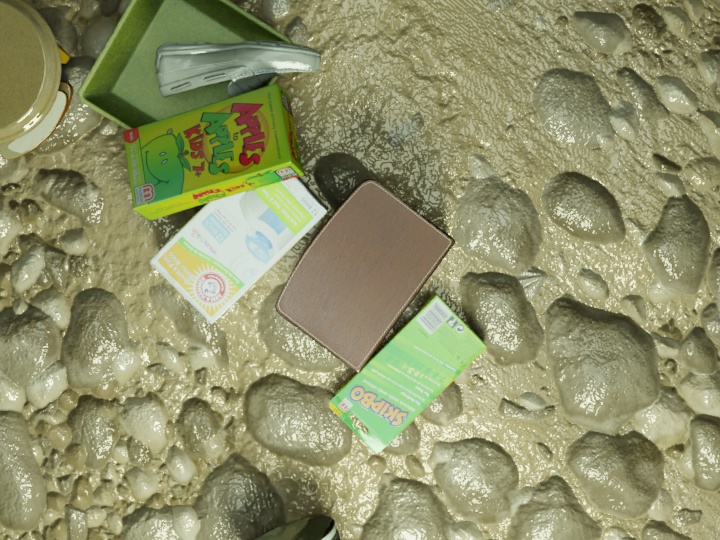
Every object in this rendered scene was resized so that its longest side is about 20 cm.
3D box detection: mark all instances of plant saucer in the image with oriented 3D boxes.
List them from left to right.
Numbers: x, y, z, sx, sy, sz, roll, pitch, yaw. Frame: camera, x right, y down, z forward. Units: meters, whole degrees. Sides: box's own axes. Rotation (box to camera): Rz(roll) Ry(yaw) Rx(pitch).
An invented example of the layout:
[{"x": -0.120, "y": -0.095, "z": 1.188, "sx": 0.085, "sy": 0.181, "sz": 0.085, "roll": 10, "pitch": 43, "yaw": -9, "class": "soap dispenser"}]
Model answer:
[{"x": -0.213, "y": -0.246, "z": 1.388, "sx": 0.199, "sy": 0.048, "sz": 0.200, "roll": 31, "pitch": 93, "yaw": -5, "class": "plant saucer"}]

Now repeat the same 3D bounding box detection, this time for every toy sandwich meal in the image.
[{"x": -0.446, "y": -0.242, "z": 1.374, "sx": 0.204, "sy": 0.070, "sz": 0.207, "roll": 0, "pitch": 93, "yaw": 2, "class": "toy sandwich meal"}]

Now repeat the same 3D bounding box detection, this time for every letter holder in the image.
[{"x": 0.000, "y": 0.000, "z": 1.394, "sx": 0.142, "sy": 0.101, "sz": 0.200, "roll": 36, "pitch": 93, "yaw": -3, "class": "letter holder"}]

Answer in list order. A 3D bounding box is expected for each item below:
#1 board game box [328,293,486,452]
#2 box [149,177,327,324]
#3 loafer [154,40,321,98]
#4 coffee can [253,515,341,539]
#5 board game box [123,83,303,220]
[{"x": 0.059, "y": 0.133, "z": 1.444, "sx": 0.200, "sy": 0.030, "sz": 0.096, "roll": -45, "pitch": 95, "yaw": 0, "class": "board game box"}, {"x": -0.147, "y": -0.044, "z": 1.382, "sx": 0.200, "sy": 0.101, "sz": 0.113, "roll": -43, "pitch": 95, "yaw": 2, "class": "box"}, {"x": -0.145, "y": -0.238, "z": 1.337, "sx": 0.198, "sy": 0.070, "sz": 0.070, "roll": 0, "pitch": 100, "yaw": 6, "class": "loafer"}, {"x": -0.063, "y": 0.432, "z": 1.406, "sx": 0.146, "sy": 0.146, "sz": 0.201, "roll": -22, "pitch": 96, "yaw": 0, "class": "coffee can"}, {"x": -0.174, "y": -0.138, "z": 1.316, "sx": 0.199, "sy": 0.048, "sz": 0.102, "roll": -15, "pitch": 72, "yaw": 13, "class": "board game box"}]
